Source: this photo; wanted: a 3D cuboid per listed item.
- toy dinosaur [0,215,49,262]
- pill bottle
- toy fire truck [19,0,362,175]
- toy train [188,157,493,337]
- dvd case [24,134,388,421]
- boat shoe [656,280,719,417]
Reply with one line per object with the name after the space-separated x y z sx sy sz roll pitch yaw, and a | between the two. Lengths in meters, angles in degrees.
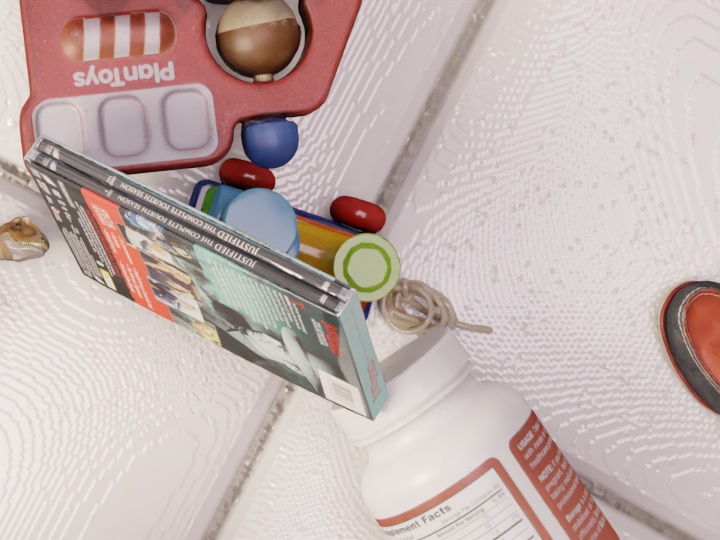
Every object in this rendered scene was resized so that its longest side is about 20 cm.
-0.276 0.006 1.433 0.199 0.060 0.107 0 65 -18 | toy dinosaur
0.072 0.138 1.471 0.112 0.112 0.200 -35 96 -11 | pill bottle
-0.098 -0.137 1.433 0.199 0.112 0.169 -6 88 -12 | toy fire truck
0.000 0.000 1.454 0.199 0.116 0.085 18 86 -11 | toy train
-0.081 0.006 1.383 0.199 0.146 0.022 27 71 20 | dvd case
0.259 0.083 1.539 0.071 0.063 0.200 -42 97 -8 | boat shoe
